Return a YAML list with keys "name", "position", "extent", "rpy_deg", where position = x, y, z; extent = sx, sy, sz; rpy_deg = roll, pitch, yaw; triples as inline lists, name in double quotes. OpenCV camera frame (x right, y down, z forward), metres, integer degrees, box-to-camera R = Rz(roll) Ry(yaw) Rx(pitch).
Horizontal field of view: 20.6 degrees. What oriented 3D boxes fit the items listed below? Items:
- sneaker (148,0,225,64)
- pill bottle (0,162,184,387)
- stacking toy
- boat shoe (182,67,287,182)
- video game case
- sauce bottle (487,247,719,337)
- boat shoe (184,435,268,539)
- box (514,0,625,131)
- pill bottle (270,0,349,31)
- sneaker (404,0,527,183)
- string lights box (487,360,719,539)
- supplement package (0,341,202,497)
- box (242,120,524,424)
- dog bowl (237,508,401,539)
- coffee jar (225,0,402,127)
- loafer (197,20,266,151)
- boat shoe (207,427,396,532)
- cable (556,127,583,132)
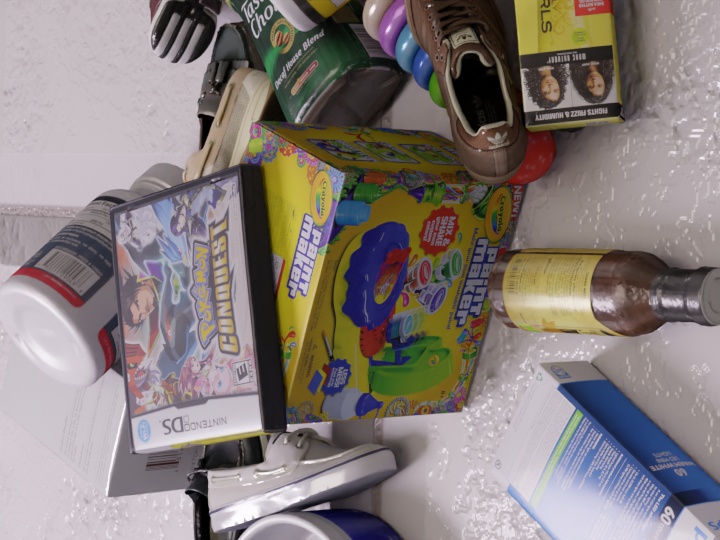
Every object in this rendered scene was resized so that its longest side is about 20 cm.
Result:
- name: "sneaker"
  position: [-0.144, -0.293, 1.797]
  extent: [0.201, 0.075, 0.116]
  rpy_deg: [-58, 26, 11]
- name: "pill bottle"
  position: [-0.219, -0.001, 1.776]
  extent: [0.119, 0.200, 0.120]
  rpy_deg: [28, 144, 23]
- name: "stacking toy"
  position: [0.087, -0.149, 1.542]
  extent: [0.201, 0.085, 0.086]
  rpy_deg: [54, 127, 24]
- name: "boat shoe"
  position: [-0.118, -0.079, 1.720]
  extent: [0.065, 0.072, 0.202]
  rpy_deg: [21, 89, 31]
- name: "video game case"
  position: [-0.129, 0.034, 1.529]
  extent: [0.180, 0.025, 0.202]
  rpy_deg: [-14, 80, 49]
- name: "sauce bottle"
  position: [0.181, 0.016, 1.438]
  extent: [0.199, 0.064, 0.065]
  rpy_deg: [3, 93, 50]
- name: "boat shoe"
  position: [-0.127, 0.206, 1.782]
  extent: [0.074, 0.066, 0.202]
  rpy_deg: [1, 91, 49]
- name: "box"
  position: [0.150, -0.206, 1.454]
  extent: [0.074, 0.050, 0.202]
  rpy_deg: [-4, 88, 10]
- name: "pill bottle"
  position: [0.001, -0.290, 1.559]
  extent: [0.199, 0.111, 0.112]
  rpy_deg: [-36, 61, 11]
- name: "sneaker"
  position: [0.082, -0.167, 1.470]
  extent: [0.076, 0.070, 0.202]
  rpy_deg: [85, 168, -69]
- name: "string lights box"
  position: [0.188, 0.166, 1.436]
  extent: [0.200, 0.059, 0.103]
  rpy_deg: [46, 123, 38]
- name: "supplement package"
  position: [-0.235, 0.115, 1.864]
  extent: [0.199, 0.117, 0.118]
  rpy_deg: [31, 114, 43]
- name: "box"
  position: [0.000, 0.000, 1.545]
  extent: [0.122, 0.191, 0.202]
  rpy_deg: [31, 113, 44]
- name: "dog bowl"
  position: [-0.032, 0.303, 1.668]
  extent: [0.199, 0.078, 0.202]
  rpy_deg: [0, 90, 48]
- name: "coffee jar"
  position: [-0.048, -0.214, 1.676]
  extent: [0.104, 0.085, 0.201]
  rpy_deg: [-49, 56, 35]
- name: "loafer"
  position: [-0.118, -0.125, 1.771]
  extent: [0.072, 0.063, 0.202]
  rpy_deg: [-2, 89, 48]
- name: "boat shoe"
  position: [-0.056, 0.168, 1.688]
  extent: [0.199, 0.071, 0.070]
  rpy_deg: [-23, 75, 39]
- name: "cable"
  position: [0.148, -0.208, 1.508]
  extent: [0.097, 0.050, 0.201]
  rpy_deg: [-29, 81, 26]
